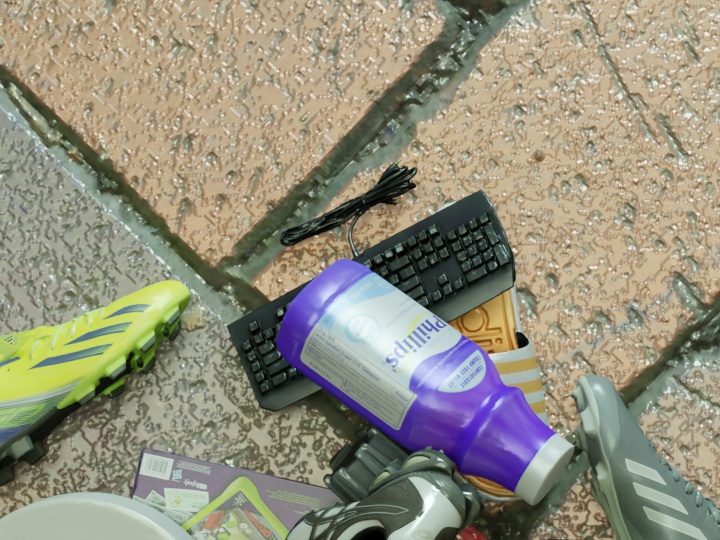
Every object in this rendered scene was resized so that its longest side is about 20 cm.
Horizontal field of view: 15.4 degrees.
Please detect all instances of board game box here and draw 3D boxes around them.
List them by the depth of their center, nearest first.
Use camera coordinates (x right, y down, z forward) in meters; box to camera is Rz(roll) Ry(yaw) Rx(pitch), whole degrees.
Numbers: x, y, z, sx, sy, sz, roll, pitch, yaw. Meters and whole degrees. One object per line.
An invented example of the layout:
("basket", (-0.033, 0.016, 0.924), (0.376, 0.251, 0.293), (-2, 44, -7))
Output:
("board game box", (-0.062, 0.197, 1.779), (0.200, 0.032, 0.120), (13, 79, 7))

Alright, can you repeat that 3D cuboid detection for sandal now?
("sandal", (0.075, 0.052, 1.775), (0.079, 0.059, 0.207), (-11, 80, 3))

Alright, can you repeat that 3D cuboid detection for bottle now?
("bottle", (0.044, 0.075, 1.712), (0.200, 0.065, 0.084), (36, 47, 15))

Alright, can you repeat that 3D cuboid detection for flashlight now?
("flashlight", (0.069, 0.180, 1.726), (0.200, 0.068, 0.068), (41, 115, -8))

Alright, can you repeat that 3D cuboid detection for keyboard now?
("keyboard", (0.000, 0.000, 1.791), (0.200, 0.021, 0.127), (-28, 62, 9))

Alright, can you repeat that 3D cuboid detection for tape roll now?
("tape roll", (-0.180, 0.246, 1.756), (0.202, 0.037, 0.203), (0, 92, 9))

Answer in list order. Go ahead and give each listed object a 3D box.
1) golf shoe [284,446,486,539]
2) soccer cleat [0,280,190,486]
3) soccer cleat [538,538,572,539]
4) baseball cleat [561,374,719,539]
("golf shoe", (-0.009, 0.189, 1.674), (0.078, 0.095, 0.200), (40, 130, -3))
("soccer cleat", (-0.205, 0.062, 1.796), (0.200, 0.065, 0.084), (-39, 77, -2))
("soccer cleat", (0.180, 0.224, 1.668), (0.200, 0.081, 0.068), (25, 91, -7))
("baseball cleat", (0.207, 0.155, 1.750), (0.106, 0.070, 0.200), (-18, 89, -4))
